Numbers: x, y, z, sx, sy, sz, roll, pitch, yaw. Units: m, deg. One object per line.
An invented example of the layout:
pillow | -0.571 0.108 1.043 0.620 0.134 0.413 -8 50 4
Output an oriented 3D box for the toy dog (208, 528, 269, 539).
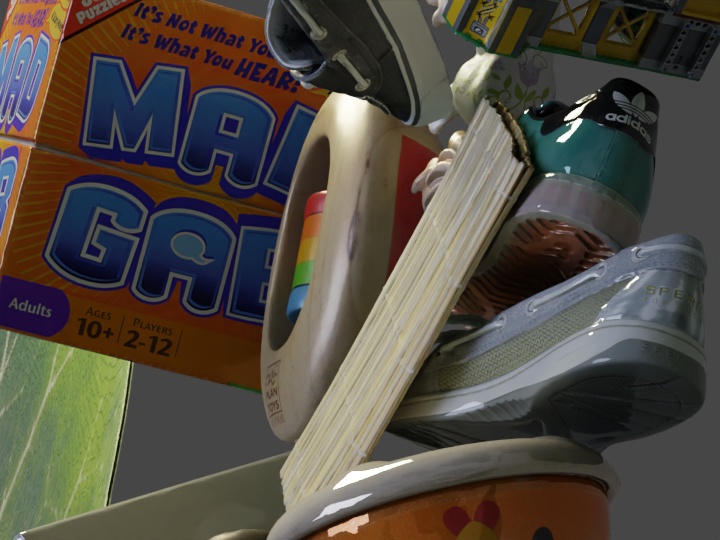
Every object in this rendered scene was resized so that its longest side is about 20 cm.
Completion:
toy dog | -0.051 0.199 1.118 0.200 0.193 0.140 112 171 -48

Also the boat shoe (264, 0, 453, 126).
boat shoe | -0.009 -0.110 1.121 0.072 0.068 0.200 62 -179 21

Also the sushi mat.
sushi mat | 0.017 0.023 1.077 0.200 0.012 0.096 -61 13 14

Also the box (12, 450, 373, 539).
box | -0.076 0.145 1.202 0.068 0.200 0.082 56 140 23

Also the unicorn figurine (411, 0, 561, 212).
unicorn figurine | 0.069 -0.130 1.221 0.137 0.074 0.201 155 112 -66

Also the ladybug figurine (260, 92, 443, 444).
ladybug figurine | 0.000 0.000 1.294 0.136 0.072 0.201 148 134 -69

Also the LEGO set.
LEGO set | 0.090 -0.175 1.052 0.200 0.153 0.116 -107 36 -53

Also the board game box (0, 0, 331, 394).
board game box | -0.114 -0.050 1.470 0.200 0.199 0.200 -166 90 -72

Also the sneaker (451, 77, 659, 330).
sneaker | 0.080 -0.024 1.102 0.080 0.071 0.200 -64 11 -20

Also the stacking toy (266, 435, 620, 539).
stacking toy | 0.051 0.175 0.985 0.146 0.146 0.201 -46 53 56

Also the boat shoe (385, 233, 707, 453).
boat shoe | 0.077 0.039 1.048 0.202 0.074 0.065 -30 41 60
